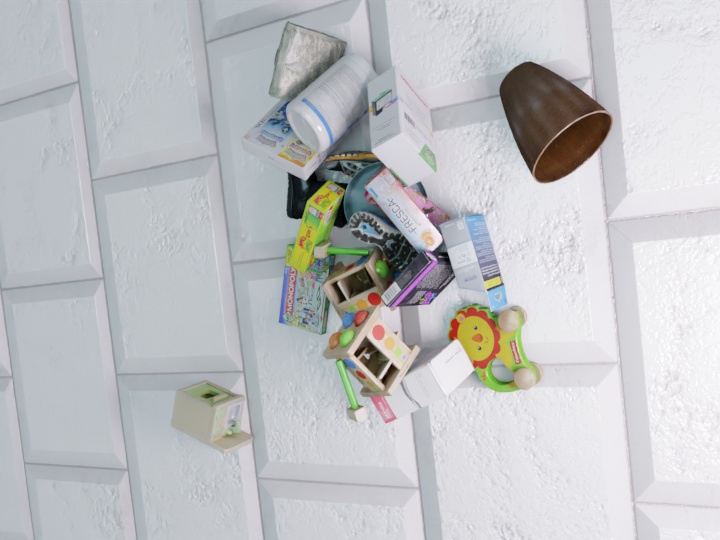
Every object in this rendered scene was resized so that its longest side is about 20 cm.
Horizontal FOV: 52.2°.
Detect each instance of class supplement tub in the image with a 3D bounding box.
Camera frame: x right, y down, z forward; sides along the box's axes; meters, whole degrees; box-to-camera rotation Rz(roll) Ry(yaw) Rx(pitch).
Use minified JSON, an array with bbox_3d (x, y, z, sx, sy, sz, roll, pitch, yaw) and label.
[{"bbox_3d":[-0.060,-0.376,1.654,0.132,0.133,0.200,42,73,17],"label":"supplement tub"}]

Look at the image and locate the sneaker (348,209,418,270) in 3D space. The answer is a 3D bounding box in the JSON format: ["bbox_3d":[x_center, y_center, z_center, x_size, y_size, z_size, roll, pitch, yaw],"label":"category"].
[{"bbox_3d":[0.068,-0.079,1.651,0.198,0.090,0.079,37,113,-8],"label":"sneaker"}]

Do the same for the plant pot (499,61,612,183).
[{"bbox_3d":[0.368,-0.313,1.470,0.187,0.185,0.202,-44,60,25],"label":"plant pot"}]

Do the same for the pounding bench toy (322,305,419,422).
[{"bbox_3d":[-0.003,0.198,1.569,0.156,0.202,0.123,44,153,-17],"label":"pounding bench toy"}]

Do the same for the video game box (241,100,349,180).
[{"bbox_3d":[-0.154,-0.321,1.745,0.197,0.047,0.183,26,63,24],"label":"video game box"}]

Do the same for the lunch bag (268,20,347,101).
[{"bbox_3d":[-0.138,-0.475,1.699,0.116,0.199,0.168,24,107,23],"label":"lunch bag"}]

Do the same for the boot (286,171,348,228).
[{"bbox_3d":[-0.094,-0.212,1.774,0.164,0.076,0.206,8,99,26],"label":"boot"}]

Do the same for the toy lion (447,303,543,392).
[{"bbox_3d":[0.286,0.170,1.621,0.189,0.068,0.205,-18,87,36],"label":"toy lion"}]

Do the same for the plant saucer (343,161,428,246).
[{"bbox_3d":[0.059,-0.153,1.684,0.194,0.028,0.205,2,114,5],"label":"plant saucer"}]

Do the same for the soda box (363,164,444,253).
[{"bbox_3d":[0.091,-0.125,1.554,0.063,0.068,0.201,-39,100,7],"label":"soda box"}]

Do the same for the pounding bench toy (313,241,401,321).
[{"bbox_3d":[0.000,0.000,1.683,0.154,0.125,0.203,-25,105,27],"label":"pounding bench toy"}]

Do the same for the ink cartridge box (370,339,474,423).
[{"bbox_3d":[0.136,0.247,1.636,0.199,0.145,0.086,-36,86,39],"label":"ink cartridge box"}]

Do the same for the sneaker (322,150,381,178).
[{"bbox_3d":[0.007,-0.237,1.705,0.194,0.078,0.079,3,108,16],"label":"sneaker"}]

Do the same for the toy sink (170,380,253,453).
[{"bbox_3d":[-0.387,0.385,1.967,0.196,0.129,0.115,19,104,26],"label":"toy sink"}]

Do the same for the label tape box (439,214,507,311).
[{"bbox_3d":[0.246,-0.012,1.570,0.065,0.142,0.205,-16,88,27],"label":"label tape box"}]

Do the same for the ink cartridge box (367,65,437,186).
[{"bbox_3d":[0.088,-0.309,1.579,0.083,0.144,0.204,-23,51,28],"label":"ink cartridge box"}]

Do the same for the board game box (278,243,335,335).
[{"bbox_3d":[-0.136,0.047,1.851,0.131,0.029,0.206,12,101,26],"label":"board game box"}]

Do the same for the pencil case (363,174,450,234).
[{"bbox_3d":[0.104,-0.137,1.628,0.198,0.083,0.087,36,85,-10],"label":"pencil case"}]

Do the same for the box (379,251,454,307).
[{"bbox_3d":[0.143,0.019,1.599,0.143,0.198,0.036,-48,65,23],"label":"box"}]

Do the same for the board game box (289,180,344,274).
[{"bbox_3d":[-0.102,-0.099,1.705,0.047,0.102,0.202,30,134,10],"label":"board game box"}]
